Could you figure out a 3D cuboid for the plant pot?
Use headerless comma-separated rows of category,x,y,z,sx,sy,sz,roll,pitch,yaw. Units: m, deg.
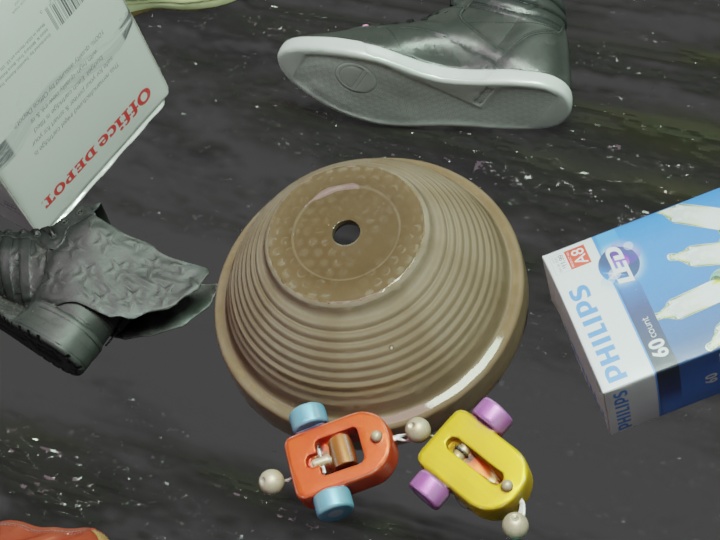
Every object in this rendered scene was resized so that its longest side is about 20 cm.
plant pot,0.000,0.000,1.092,0.199,0.093,0.202,-6,57,9

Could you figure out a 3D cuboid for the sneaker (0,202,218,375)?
sneaker,-0.200,-0.004,1.163,0.199,0.060,0.104,31,71,22

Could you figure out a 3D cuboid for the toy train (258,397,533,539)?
toy train,0.036,0.155,1.010,0.149,0.056,0.201,-25,59,4

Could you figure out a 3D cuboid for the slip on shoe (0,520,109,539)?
slip on shoe,-0.235,0.183,1.056,0.198,0.075,0.061,-5,25,16

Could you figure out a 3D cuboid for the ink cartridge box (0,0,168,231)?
ink cartridge box,-0.227,-0.142,1.169,0.082,0.200,0.147,27,68,30

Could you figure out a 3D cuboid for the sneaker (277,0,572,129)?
sneaker,0.048,-0.154,1.194,0.198,0.071,0.100,7,58,10

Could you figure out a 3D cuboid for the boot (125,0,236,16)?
boot,-0.148,-0.254,1.246,0.198,0.155,0.072,-11,57,7

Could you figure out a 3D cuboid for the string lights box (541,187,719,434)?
string lights box,0.220,0.009,1.054,0.199,0.059,0.103,-21,58,0
